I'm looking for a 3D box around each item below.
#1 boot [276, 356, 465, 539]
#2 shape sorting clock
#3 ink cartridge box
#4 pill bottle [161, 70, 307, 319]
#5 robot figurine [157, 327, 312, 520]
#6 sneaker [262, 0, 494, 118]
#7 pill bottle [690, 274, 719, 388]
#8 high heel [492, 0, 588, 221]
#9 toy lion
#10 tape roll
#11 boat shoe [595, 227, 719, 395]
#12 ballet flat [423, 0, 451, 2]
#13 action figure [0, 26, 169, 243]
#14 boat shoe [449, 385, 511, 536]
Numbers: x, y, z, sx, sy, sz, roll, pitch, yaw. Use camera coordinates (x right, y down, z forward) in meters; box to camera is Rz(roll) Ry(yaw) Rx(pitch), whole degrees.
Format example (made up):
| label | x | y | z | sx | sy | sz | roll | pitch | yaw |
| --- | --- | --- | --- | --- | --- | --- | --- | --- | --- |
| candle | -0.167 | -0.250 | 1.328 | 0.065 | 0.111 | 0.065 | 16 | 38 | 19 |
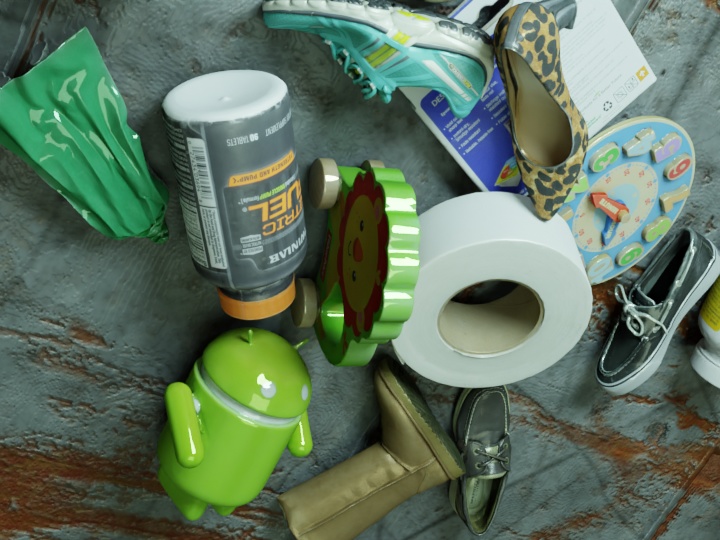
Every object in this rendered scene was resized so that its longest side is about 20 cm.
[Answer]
| label | x | y | z | sx | sy | sz | roll | pitch | yaw |
| --- | --- | --- | --- | --- | --- | --- | --- | --- | --- |
| boot | -0.005 | 0.210 | 1.010 | 0.198 | 0.066 | 0.176 | -30 | 110 | 8 |
| shape sorting clock | 0.259 | -0.064 | 0.946 | 0.197 | 0.039 | 0.202 | -15 | 134 | -16 |
| ink cartridge box | 0.148 | -0.183 | 0.854 | 0.197 | 0.047 | 0.200 | -41 | 122 | 8 |
| pill bottle | -0.101 | -0.059 | 0.798 | 0.105 | 0.107 | 0.203 | -13 | 123 | -12 |
| robot figurine | -0.122 | 0.143 | 0.899 | 0.174 | 0.116 | 0.202 | 10 | 116 | -49 |
| sneaker | 0.012 | -0.179 | 0.760 | 0.197 | 0.078 | 0.081 | 17 | 111 | -3 |
| pill bottle | 0.449 | 0.034 | 1.042 | 0.111 | 0.113 | 0.203 | 7 | 117 | -22 |
| high heel | 0.141 | -0.122 | 0.777 | 0.070 | 0.142 | 0.203 | 9 | 115 | 27 |
| toy lion | 0.000 | 0.000 | 0.815 | 0.068 | 0.192 | 0.203 | 1 | 119 | -19 |
| tape roll | 0.121 | 0.024 | 0.910 | 0.199 | 0.071 | 0.204 | -3 | 134 | -3 |
| boat shoe | 0.315 | 0.044 | 1.022 | 0.068 | 0.074 | 0.200 | 27 | 107 | -34 |
| ballet flat | 0.010 | -0.270 | 0.745 | 0.198 | 0.057 | 0.067 | 24 | 110 | -29 |
| action figure | -0.218 | -0.090 | 0.770 | 0.117 | 0.055 | 0.201 | -33 | 131 | -1 |
| boat shoe | 0.144 | 0.215 | 1.064 | 0.071 | 0.066 | 0.204 | -5 | 120 | -16 |
